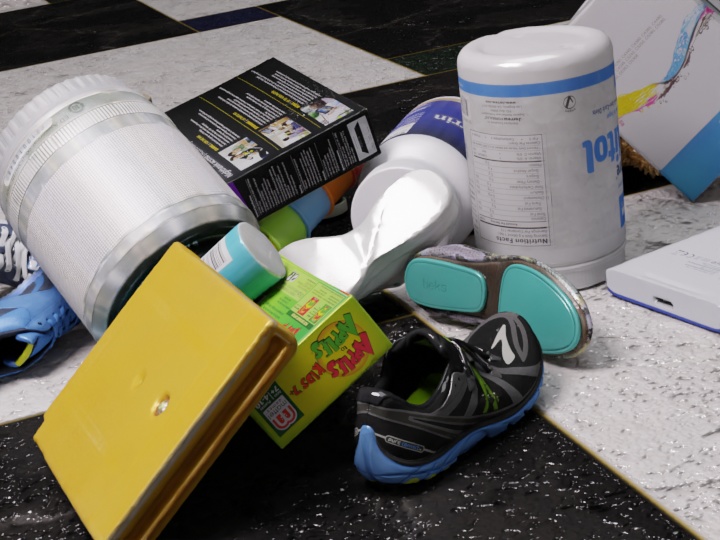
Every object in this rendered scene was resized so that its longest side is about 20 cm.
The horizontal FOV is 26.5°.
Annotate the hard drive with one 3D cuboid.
[{"bbox_3d":[0.317,-0.006,1.233,0.199,0.026,0.132,-19,23,-28],"label":"hard drive"}]

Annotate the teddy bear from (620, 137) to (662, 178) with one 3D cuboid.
[{"bbox_3d":[0.244,-0.124,1.546,0.144,0.067,0.200,14,22,6],"label":"teddy bear"}]

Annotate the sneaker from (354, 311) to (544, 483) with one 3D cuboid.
[{"bbox_3d":[0.064,0.072,1.031,0.070,0.083,0.199,7,24,36],"label":"sneaker"}]

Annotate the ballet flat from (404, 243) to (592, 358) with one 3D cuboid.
[{"bbox_3d":[0.121,0.018,1.188,0.072,0.072,0.200,-22,25,-34],"label":"ballet flat"}]

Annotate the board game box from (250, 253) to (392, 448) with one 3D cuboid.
[{"bbox_3d":[-0.057,0.052,1.084,0.102,0.048,0.200,-43,18,-7],"label":"board game box"}]

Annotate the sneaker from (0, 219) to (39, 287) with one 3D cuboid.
[{"bbox_3d":[-0.329,-0.017,1.373,0.108,0.071,0.200,9,-2,31],"label":"sneaker"}]

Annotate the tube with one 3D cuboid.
[{"bbox_3d":[-0.144,0.044,1.132,0.200,0.050,0.077,-39,10,17],"label":"tube"}]

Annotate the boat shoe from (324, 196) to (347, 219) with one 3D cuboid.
[{"bbox_3d":[-0.091,-0.100,1.590,0.074,0.066,0.199,-21,23,-31],"label":"boat shoe"}]

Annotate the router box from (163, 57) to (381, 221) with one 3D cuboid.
[{"bbox_3d":[-0.094,-0.120,1.388,0.149,0.051,0.200,-29,32,-16],"label":"router box"}]

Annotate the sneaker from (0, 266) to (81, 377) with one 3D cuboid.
[{"bbox_3d":[-0.270,0.047,1.270,0.078,0.066,0.200,23,34,33],"label":"sneaker"}]

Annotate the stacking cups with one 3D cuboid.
[{"bbox_3d":[-0.057,-0.054,1.377,0.060,0.061,0.200,8,43,38],"label":"stacking cups"}]

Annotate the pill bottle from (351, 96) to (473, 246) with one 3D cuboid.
[{"bbox_3d":[0.063,-0.080,1.405,0.115,0.116,0.200,-1,22,18],"label":"pill bottle"}]

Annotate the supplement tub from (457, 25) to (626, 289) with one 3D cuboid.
[{"bbox_3d":[0.154,-0.096,1.286,0.131,0.201,0.132,-7,20,3],"label":"supplement tub"}]

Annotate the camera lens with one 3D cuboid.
[{"bbox_3d":[-0.190,-0.042,1.243,0.159,0.160,0.200,-22,57,-35],"label":"camera lens"}]

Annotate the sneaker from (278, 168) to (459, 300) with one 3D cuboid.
[{"bbox_3d":[0.000,0.000,1.273,0.199,0.089,0.075,-32,64,3],"label":"sneaker"}]

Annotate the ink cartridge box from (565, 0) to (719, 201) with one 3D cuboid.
[{"bbox_3d":[0.301,-0.203,1.456,0.146,0.200,0.147,-48,2,32],"label":"ink cartridge box"}]

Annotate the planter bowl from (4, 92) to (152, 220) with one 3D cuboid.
[{"bbox_3d":[-0.265,-0.108,1.543,0.199,0.136,0.200,-2,15,1],"label":"planter bowl"}]

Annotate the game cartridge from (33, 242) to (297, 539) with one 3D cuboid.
[{"bbox_3d":[-0.136,0.080,1.015,0.177,0.032,0.200,-53,28,-2],"label":"game cartridge"}]
